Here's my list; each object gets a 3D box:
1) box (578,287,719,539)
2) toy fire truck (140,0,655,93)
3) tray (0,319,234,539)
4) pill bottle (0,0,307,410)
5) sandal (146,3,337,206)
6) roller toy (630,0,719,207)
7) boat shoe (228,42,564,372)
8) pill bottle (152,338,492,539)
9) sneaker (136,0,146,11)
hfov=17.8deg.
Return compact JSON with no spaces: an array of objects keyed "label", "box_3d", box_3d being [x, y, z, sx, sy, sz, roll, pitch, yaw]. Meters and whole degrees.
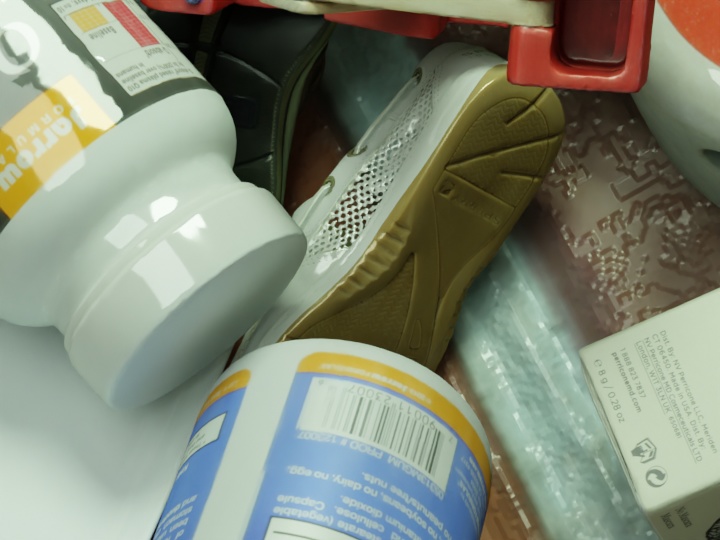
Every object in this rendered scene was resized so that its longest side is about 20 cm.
[{"label":"box","box_3d":[0.185,0.028,0.818,0.200,0.082,0.069,-25,65,9]},{"label":"toy fire truck","box_3d":[0.005,-0.105,0.810,0.199,0.141,0.049,6,105,8]},{"label":"tray","box_3d":[-0.116,0.056,0.846,0.107,0.022,0.200,21,42,0]},{"label":"pill bottle","box_3d":[-0.118,-0.053,0.845,0.116,0.116,0.200,-42,77,-1]},{"label":"sandal","box_3d":[-0.050,-0.081,0.927,0.080,0.057,0.201,19,101,7]},{"label":"roller toy","box_3d":[0.179,-0.112,0.831,0.200,0.140,0.183,-39,68,3]},{"label":"boat shoe","box_3d":[0.000,0.000,0.897,0.200,0.071,0.069,-53,39,2]},{"label":"pill bottle","box_3d":[-0.025,0.129,0.777,0.112,0.112,0.200,0,43,17]},{"label":"sneaker","box_3d":[-0.085,-0.125,0.949,0.200,0.088,0.074,-37,65,2]}]
